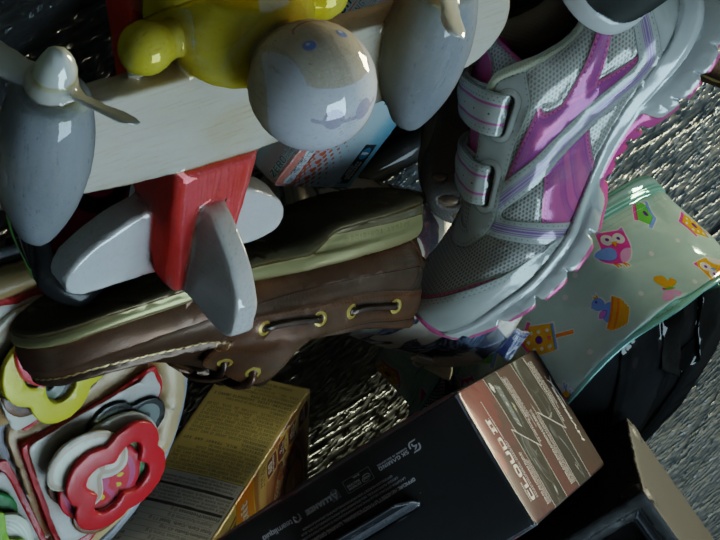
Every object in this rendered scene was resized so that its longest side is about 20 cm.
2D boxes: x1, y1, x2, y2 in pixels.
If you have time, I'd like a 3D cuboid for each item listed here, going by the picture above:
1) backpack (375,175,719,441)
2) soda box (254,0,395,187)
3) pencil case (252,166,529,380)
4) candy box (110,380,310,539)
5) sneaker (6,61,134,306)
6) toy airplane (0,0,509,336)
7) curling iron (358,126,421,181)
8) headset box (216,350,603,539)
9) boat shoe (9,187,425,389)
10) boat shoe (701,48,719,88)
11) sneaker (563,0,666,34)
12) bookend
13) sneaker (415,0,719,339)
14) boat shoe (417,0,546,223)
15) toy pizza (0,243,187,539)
[{"bbox_3d":[0.114,0.034,1.461,0.175,0.154,0.200,-28,166,-34],"label":"backpack"},{"bbox_3d":[0.016,-0.130,1.114,0.200,0.064,0.068,-52,157,21],"label":"soda box"},{"bbox_3d":[0.000,0.000,1.253,0.200,0.078,0.090,13,91,-49],"label":"pencil case"},{"bbox_3d":[-0.083,0.153,1.321,0.200,0.055,0.116,-58,155,-54],"label":"candy box"},{"bbox_3d":[-0.073,-0.064,1.030,0.076,0.084,0.200,21,120,-23],"label":"sneaker"},{"bbox_3d":[-0.048,-0.065,0.919,0.199,0.141,0.200,39,81,-43],"label":"toy airplane"},{"bbox_3d":[0.045,-0.077,1.304,0.199,0.026,0.050,-27,-175,-15],"label":"curling iron"},{"bbox_3d":[0.025,0.117,1.284,0.148,0.077,0.200,-33,175,16],"label":"headset box"},{"bbox_3d":[-0.053,0.019,1.107,0.199,0.072,0.068,-18,106,-32],"label":"boat shoe"},{"bbox_3d":[0.187,-0.144,1.404,0.202,0.074,0.075,11,96,-61],"label":"boat shoe"},{"bbox_3d":[0.155,-0.195,1.104,0.099,0.071,0.201,-19,-137,52],"label":"sneaker"},{"bbox_3d":[0.118,0.221,1.404,0.200,0.199,0.092,-32,-162,12],"label":"bookend"},{"bbox_3d":[0.074,-0.064,1.164,0.088,0.081,0.200,31,95,-23],"label":"sneaker"},{"bbox_3d":[0.065,-0.120,1.221,0.075,0.072,0.201,12,118,-11],"label":"boat shoe"},{"bbox_3d":[-0.155,0.079,1.152,0.200,0.032,0.201,-24,132,-29],"label":"toy pizza"}]
